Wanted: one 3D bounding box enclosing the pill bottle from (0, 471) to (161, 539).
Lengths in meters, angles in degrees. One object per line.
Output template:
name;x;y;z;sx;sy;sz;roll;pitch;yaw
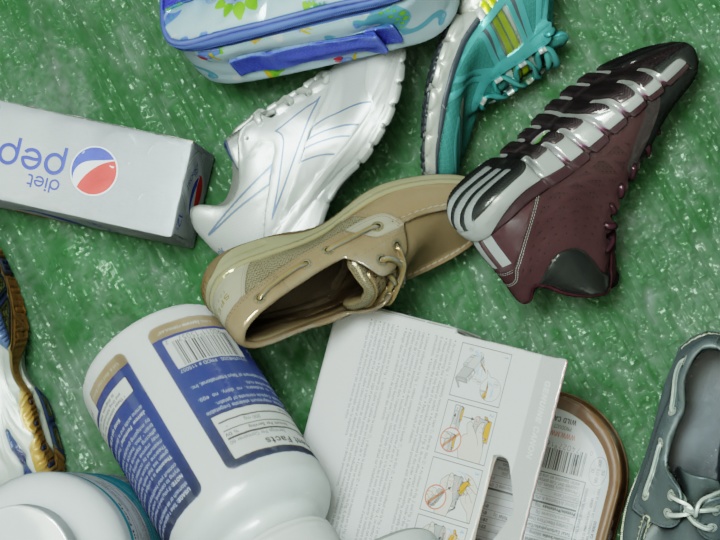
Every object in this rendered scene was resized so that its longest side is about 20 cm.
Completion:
pill bottle;-0.186;0.183;1.520;0.110;0.200;0.112;-1;84;11

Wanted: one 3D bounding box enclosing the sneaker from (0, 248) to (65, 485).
sneaker;-0.266;0.062;1.611;0.088;0.075;0.201;-16;81;9

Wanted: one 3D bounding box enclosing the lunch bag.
lunch bag;-0.034;-0.210;1.560;0.199;0.082;0.162;-10;65;21

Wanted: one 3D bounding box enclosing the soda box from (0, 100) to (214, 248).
soda box;-0.204;-0.070;1.617;0.198;0.063;0.069;12;86;11

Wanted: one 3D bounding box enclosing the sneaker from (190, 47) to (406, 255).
sneaker;-0.037;-0.085;1.573;0.087;0.075;0.201;32;89;-7

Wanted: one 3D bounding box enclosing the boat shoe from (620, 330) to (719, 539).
boat shoe;0.206;0.136;1.521;0.072;0.062;0.202;13;87;11

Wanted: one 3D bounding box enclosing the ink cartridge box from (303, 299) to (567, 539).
ink cartridge box;0.041;0.136;1.535;0.175;0.045;0.201;14;88;31

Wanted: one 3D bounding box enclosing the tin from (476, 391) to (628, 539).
tin;0.105;0.175;1.550;0.111;0.042;0.202;13;87;16

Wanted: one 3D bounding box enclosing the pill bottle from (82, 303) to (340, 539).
pill bottle;-0.087;0.128;1.524;0.111;0.111;0.200;-37;59;5

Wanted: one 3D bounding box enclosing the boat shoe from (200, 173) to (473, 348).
boat shoe;0.000;0.000;1.535;0.199;0.072;0.065;-22;43;-15

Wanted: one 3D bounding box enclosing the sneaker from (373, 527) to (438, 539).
sneaker;-0.014;0.251;1.420;0.201;0.077;0.147;-25;51;-10

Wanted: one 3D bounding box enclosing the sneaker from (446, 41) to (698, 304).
sneaker;0.156;-0.054;1.555;0.200;0.076;0.116;-37;110;-13

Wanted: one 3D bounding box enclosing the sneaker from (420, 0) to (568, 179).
sneaker;0.093;-0.148;1.566;0.079;0.078;0.201;24;90;2
